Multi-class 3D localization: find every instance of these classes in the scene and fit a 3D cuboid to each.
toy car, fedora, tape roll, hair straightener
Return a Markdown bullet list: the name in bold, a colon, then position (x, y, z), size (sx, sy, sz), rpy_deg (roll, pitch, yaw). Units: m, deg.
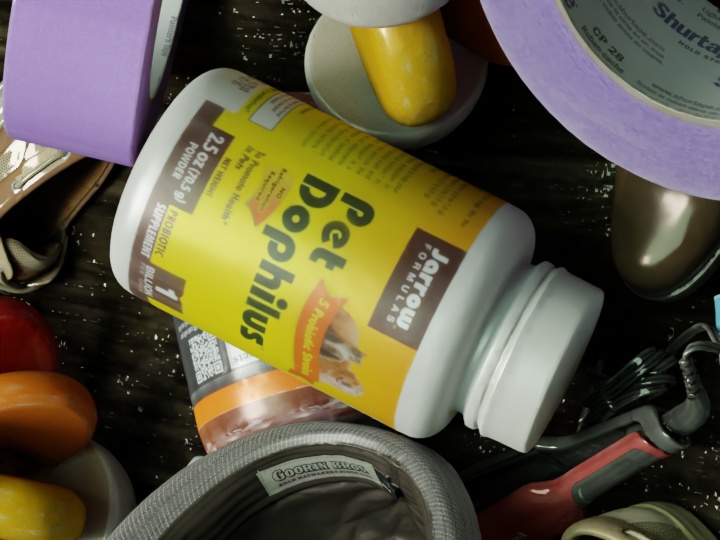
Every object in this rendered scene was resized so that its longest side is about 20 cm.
- **toy car**: position (0.024, -0.167, 1.148), size (0.149, 0.175, 0.201), rpy_deg (-24, 68, -6)
- **fedora**: position (-0.030, 0.162, 1.112), size (0.177, 0.090, 0.200), rpy_deg (26, 66, 37)
- **tape roll**: position (-0.116, -0.154, 1.237), size (0.065, 0.200, 0.201), rpy_deg (12, 100, -1)
- **tape roll**: position (0.144, -0.132, 0.960), size (0.199, 0.085, 0.201), rpy_deg (16, 126, 23)
- **toy car**: position (-0.219, 0.083, 1.342), size (0.199, 0.175, 0.151), rpy_deg (0, 78, 41)
- **hair straightener**: position (0.097, 0.066, 1.132), size (0.200, 0.041, 0.077), rpy_deg (-44, 28, 51)

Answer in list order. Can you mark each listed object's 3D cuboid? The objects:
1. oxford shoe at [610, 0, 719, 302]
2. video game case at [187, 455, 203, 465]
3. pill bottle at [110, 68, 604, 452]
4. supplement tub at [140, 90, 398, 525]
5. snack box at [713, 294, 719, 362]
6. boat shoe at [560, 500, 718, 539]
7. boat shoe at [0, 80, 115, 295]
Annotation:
- **oxford shoe**: position (0.136, -0.083, 1.097), size (0.072, 0.084, 0.201), rpy_deg (22, 105, 36)
- **video game case**: position (-0.068, 0.181, 1.220), size (0.181, 0.200, 0.023), rpy_deg (13, 141, 39)
- **pill bottle**: position (0.000, 0.000, 1.115), size (0.199, 0.109, 0.110), rpy_deg (26, 108, 11)
- **supplement tub**: position (-0.035, 0.024, 1.224), size (0.107, 0.107, 0.201), rpy_deg (-23, 74, 38)
- **snack box**: position (0.206, 0.088, 1.033), size (0.116, 0.037, 0.201), rpy_deg (-23, 58, 37)
- **boat shoe**: position (0.159, 0.178, 1.088), size (0.200, 0.064, 0.071), rpy_deg (44, 117, 31)
- **boat shoe**: position (-0.197, -0.020, 1.385), size (0.072, 0.076, 0.200), rpy_deg (51, 122, 25)
